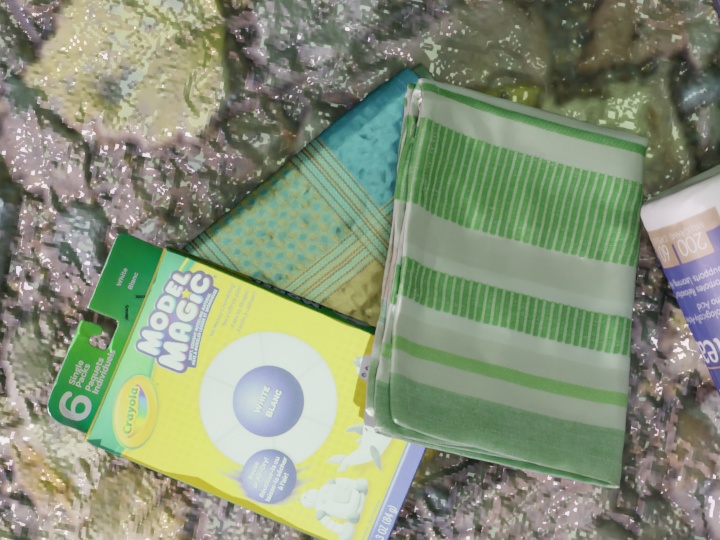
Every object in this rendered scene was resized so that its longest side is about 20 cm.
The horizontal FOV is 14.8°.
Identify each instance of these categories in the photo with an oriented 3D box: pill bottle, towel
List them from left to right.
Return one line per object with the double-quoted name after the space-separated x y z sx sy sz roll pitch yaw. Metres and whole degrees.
0.000 0.000 1.528 0.200 0.022 0.147 -39 92 -2 "towel"
0.082 0.005 1.492 0.152 0.023 0.200 13 71 -19 "towel"
0.239 0.033 1.498 0.111 0.111 0.200 -25 91 -3 "pill bottle"

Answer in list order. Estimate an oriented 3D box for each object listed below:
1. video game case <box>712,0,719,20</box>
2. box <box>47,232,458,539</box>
0.291 -0.184 1.548 0.200 0.019 0.143 -22 91 -3 "video game case"
-0.060 0.066 1.493 0.200 0.048 0.118 22 89 -2 "box"
